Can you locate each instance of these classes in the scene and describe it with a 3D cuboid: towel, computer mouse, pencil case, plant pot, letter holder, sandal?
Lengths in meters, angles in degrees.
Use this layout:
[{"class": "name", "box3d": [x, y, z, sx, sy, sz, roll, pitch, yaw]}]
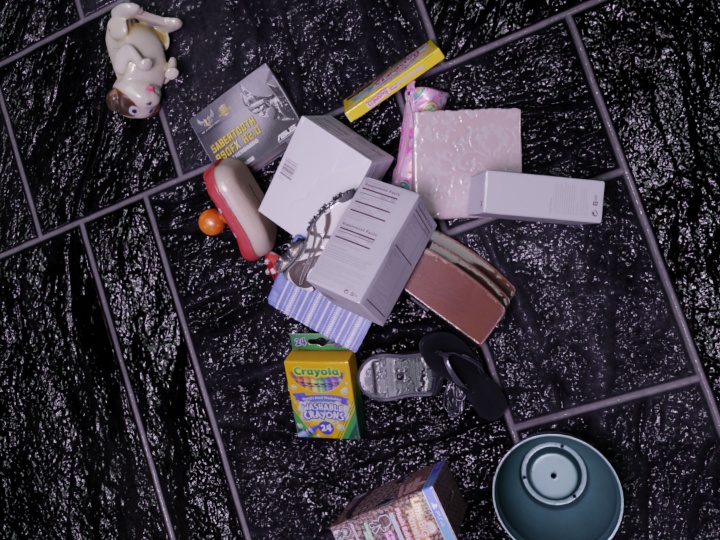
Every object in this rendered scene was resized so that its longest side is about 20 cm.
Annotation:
[{"class": "towel", "box3d": [0.185, -0.186, 1.127, 0.200, 0.032, 0.191, -3, 97, -8]}, {"class": "computer mouse", "box3d": [0.094, 0.200, 1.193, 0.200, 0.053, 0.139, 0, 88, 3]}, {"class": "pencil case", "box3d": [0.105, -0.236, 1.166, 0.087, 0.087, 0.200, 9, 95, 15]}, {"class": "plant pot", "box3d": [0.328, 0.360, 1.081, 0.200, 0.134, 0.201, 0, 90, 15]}, {"class": "letter holder", "box3d": [0.166, 0.020, 1.128, 0.200, 0.101, 0.142, 37, 86, 9]}, {"class": "sandal", "box3d": [0.190, 0.182, 1.141, 0.200, 0.043, 0.076, 44, 80, -4]}, {"class": "towel", "box3d": [-0.061, 0.040, 1.149, 0.200, 0.024, 0.145, 29, 104, 13]}]

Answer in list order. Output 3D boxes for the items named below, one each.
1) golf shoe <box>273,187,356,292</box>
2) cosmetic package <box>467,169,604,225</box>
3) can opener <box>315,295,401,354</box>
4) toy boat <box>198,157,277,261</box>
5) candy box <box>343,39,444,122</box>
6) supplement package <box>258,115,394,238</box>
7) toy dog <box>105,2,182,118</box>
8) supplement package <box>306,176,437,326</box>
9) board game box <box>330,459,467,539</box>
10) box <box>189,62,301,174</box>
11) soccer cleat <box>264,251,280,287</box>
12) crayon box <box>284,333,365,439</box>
[{"class": "golf shoe", "box3d": [-0.055, -0.050, 1.095, 0.094, 0.078, 0.200, 42, 111, 3]}, {"class": "cosmetic package", "box3d": [0.291, -0.120, 1.077, 0.200, 0.101, 0.071, 4, 91, -6]}, {"class": "can opener", "box3d": [-0.004, 0.094, 1.220, 0.200, 0.079, 0.063, -45, 41, 8]}, {"class": "toy boat", "box3d": [-0.249, -0.106, 1.225, 0.131, 0.131, 0.200, -23, 111, 16]}, {"class": "candy box", "box3d": [0.057, -0.349, 1.175, 0.200, 0.102, 0.026, -32, 117, 13]}, {"class": "supplement package", "box3d": [-0.064, -0.159, 1.176, 0.156, 0.111, 0.200, 36, 114, 13]}, {"class": "toy dog", "box3d": [-0.460, -0.410, 1.300, 0.194, 0.139, 0.200, -2, 89, 28]}, {"class": "supplement package", "box3d": [0.023, -0.031, 1.050, 0.109, 0.114, 0.200, 22, 76, 30]}, {"class": "board game box", "box3d": [0.073, 0.438, 1.139, 0.200, 0.159, 0.097, -27, 83, 13]}, {"class": "box", "box3d": [-0.220, -0.286, 1.276, 0.200, 0.048, 0.159, -32, 83, 13]}, {"class": "soccer cleat", "box3d": [-0.111, 0.026, 1.243, 0.085, 0.069, 0.200, -32, 60, -25]}, {"class": "crayon box", "box3d": [-0.067, 0.217, 1.198, 0.125, 0.052, 0.200, -2, 111, 16]}]
